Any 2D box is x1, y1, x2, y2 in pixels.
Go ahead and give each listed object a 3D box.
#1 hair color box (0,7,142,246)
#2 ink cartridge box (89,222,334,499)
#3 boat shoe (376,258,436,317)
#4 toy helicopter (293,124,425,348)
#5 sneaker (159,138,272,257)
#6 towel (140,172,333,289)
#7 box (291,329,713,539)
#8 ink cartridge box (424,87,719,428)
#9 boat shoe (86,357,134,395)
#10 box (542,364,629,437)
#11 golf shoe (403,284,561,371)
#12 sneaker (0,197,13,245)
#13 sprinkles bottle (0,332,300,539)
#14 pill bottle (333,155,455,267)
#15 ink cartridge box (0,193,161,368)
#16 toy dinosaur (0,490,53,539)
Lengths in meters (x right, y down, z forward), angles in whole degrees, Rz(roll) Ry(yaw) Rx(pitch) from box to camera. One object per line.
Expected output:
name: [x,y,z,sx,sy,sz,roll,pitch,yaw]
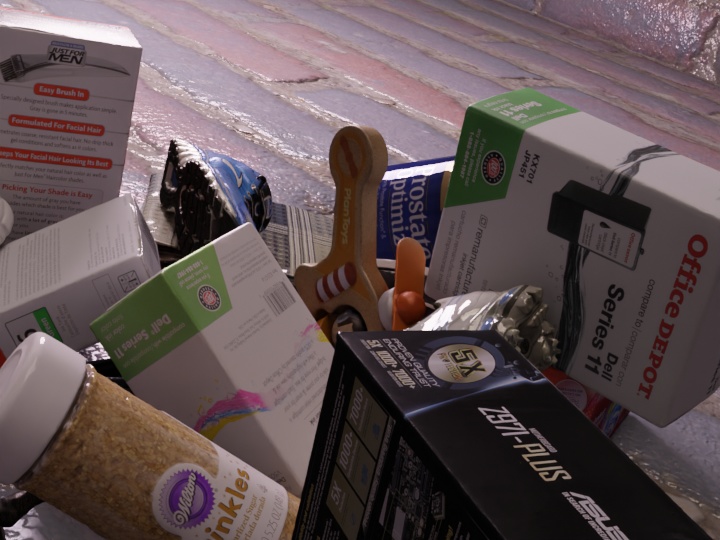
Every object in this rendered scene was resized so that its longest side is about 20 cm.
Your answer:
hair color box: [-0.236,-0.085,0.874,0.110,0.202,0.064,5,23,-24]
ink cartridge box: [-0.056,0.083,0.689,0.201,0.067,0.117,57,26,-2]
boat shoe: [0.046,0.034,0.958,0.197,0.061,0.074,8,-20,-19]
toy helicopter: [0.000,0.000,0.821,0.078,0.203,0.131,-5,11,-40]
sneaker: [-0.109,-0.059,0.976,0.088,0.079,0.200,7,22,-21]
towel: [-0.110,-0.028,1.059,0.190,0.035,0.200,14,19,-10]
box: [0.038,0.151,0.479,0.085,0.202,0.164,1,25,-28]
ink cartridge box: [0.153,-0.013,0.764,0.199,0.148,0.083,29,31,31]
boat shoe: [-0.124,0.067,0.750,0.074,0.063,0.199,6,14,33]
box: [0.150,0.077,0.873,0.099,0.097,0.200,24,24,20]
golf shoe: [0.038,0.081,0.707,0.096,0.079,0.200,6,34,40]
sneaker: [-0.315,-0.015,0.753,0.073,0.081,0.200,22,49,22]
sprinkles bottle: [-0.093,0.110,0.570,0.199,0.068,0.068,36,14,-21]
pill bottle: [0.085,-0.043,1.002,0.198,0.113,0.112,-7,11,29]
ink cartridge box: [-0.232,0.025,0.783,0.198,0.051,0.109,-23,29,-3]
toy dinosaur: [-0.189,0.145,0.548,0.101,0.078,0.200,-8,34,-21]
